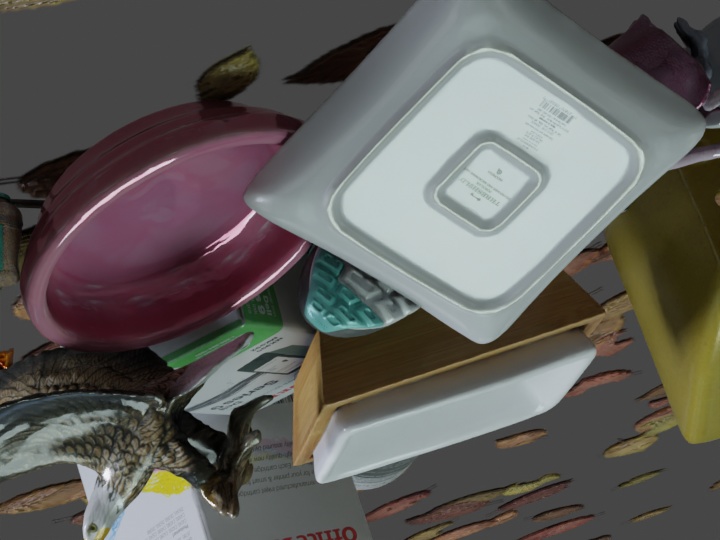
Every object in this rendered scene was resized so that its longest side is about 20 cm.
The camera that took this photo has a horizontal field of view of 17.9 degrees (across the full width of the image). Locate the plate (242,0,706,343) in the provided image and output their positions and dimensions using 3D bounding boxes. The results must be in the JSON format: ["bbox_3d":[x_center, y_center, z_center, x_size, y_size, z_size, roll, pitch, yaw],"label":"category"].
[{"bbox_3d":[0.069,-0.056,1.296,0.199,0.032,0.200,31,114,-30],"label":"plate"}]

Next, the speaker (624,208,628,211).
[{"bbox_3d":[0.074,-0.035,1.532,0.200,0.081,0.081,-26,162,20],"label":"speaker"}]

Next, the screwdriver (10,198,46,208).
[{"bbox_3d":[-0.160,-0.039,1.375,0.199,0.028,0.029,1,-176,-35],"label":"screwdriver"}]

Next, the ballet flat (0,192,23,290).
[{"bbox_3d":[-0.248,0.019,1.358,0.068,0.067,0.200,-4,161,-25],"label":"ballet flat"}]

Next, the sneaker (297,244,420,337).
[{"bbox_3d":[0.000,0.000,1.427,0.091,0.078,0.200,-42,-177,30],"label":"sneaker"}]

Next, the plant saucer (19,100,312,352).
[{"bbox_3d":[-0.109,-0.031,1.335,0.200,0.051,0.201,-23,153,-13],"label":"plant saucer"}]

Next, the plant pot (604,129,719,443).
[{"bbox_3d":[0.295,-0.022,1.648,0.195,0.195,0.200,-18,155,-2],"label":"plant pot"}]

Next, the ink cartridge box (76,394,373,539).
[{"bbox_3d":[-0.109,0.155,1.723,0.146,0.201,0.146,-5,159,-39],"label":"ink cartridge box"}]

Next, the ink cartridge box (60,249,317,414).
[{"bbox_3d":[-0.089,0.034,1.563,0.146,0.084,0.200,-27,162,27],"label":"ink cartridge box"}]

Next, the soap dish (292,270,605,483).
[{"bbox_3d":[0.050,0.066,1.538,0.199,0.081,0.157,-18,164,-14],"label":"soap dish"}]

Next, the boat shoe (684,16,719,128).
[{"bbox_3d":[0.286,-0.149,1.433,0.200,0.072,0.066,-37,152,26],"label":"boat shoe"}]

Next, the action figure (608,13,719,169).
[{"bbox_3d":[0.131,-0.060,1.387,0.200,0.149,0.134,-43,150,-12],"label":"action figure"}]

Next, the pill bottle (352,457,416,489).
[{"bbox_3d":[0.020,0.094,1.826,0.114,0.114,0.200,-12,163,-21],"label":"pill bottle"}]

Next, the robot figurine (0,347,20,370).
[{"bbox_3d":[-0.325,0.119,1.578,0.199,0.058,0.145,-20,-169,4],"label":"robot figurine"}]

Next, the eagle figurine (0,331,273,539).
[{"bbox_3d":[-0.163,0.101,1.401,0.199,0.151,0.152,17,146,0],"label":"eagle figurine"}]
